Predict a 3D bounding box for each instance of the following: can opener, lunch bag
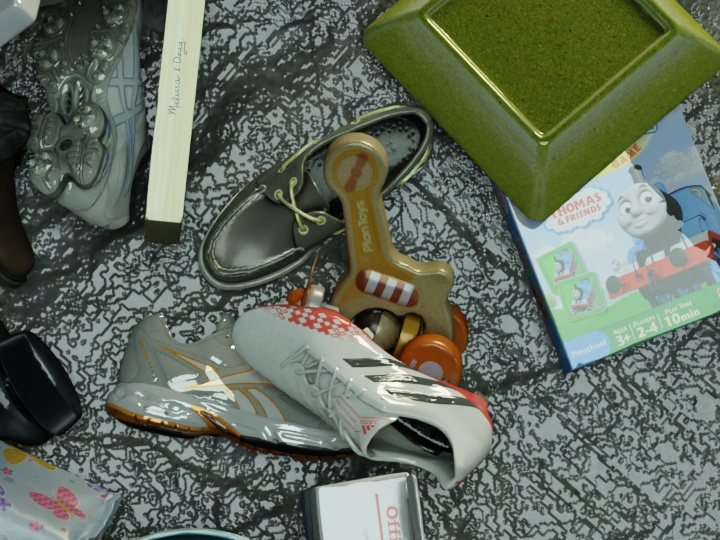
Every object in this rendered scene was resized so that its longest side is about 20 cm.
[{"bbox_3d":[-0.274,0.039,1.640,0.078,0.063,0.201,-35,89,9],"label":"can opener"},{"bbox_3d":[-0.282,0.217,1.587,0.168,0.127,0.201,24,110,0],"label":"lunch bag"}]

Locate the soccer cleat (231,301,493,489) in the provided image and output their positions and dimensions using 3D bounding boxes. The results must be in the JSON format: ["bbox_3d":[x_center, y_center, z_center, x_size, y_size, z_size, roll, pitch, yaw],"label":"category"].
[{"bbox_3d":[-0.003,0.086,1.587,0.199,0.085,0.069,27,123,4],"label":"soccer cleat"}]

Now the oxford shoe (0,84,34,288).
[{"bbox_3d":[-0.269,-0.086,1.640,0.084,0.073,0.201,-22,88,17],"label":"oxford shoe"}]

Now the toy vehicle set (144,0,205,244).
[{"bbox_3d":[-0.131,-0.125,1.642,0.026,0.124,0.202,6,82,-5],"label":"toy vehicle set"}]

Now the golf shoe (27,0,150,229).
[{"bbox_3d":[-0.188,-0.122,1.670,0.078,0.097,0.202,-6,58,24],"label":"golf shoe"}]

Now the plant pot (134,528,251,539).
[{"bbox_3d":[-0.116,0.278,1.564,0.198,0.188,0.202,1,82,-5],"label":"plant pot"}]

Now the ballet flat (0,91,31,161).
[{"bbox_3d":[-0.322,-0.099,1.596,0.198,0.057,0.067,-7,79,17],"label":"ballet flat"}]

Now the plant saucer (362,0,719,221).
[{"bbox_3d":[0.135,-0.172,1.683,0.199,0.048,0.200,-40,75,-12],"label":"plant saucer"}]

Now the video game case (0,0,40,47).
[{"bbox_3d":[-0.277,-0.191,1.580,0.181,0.201,0.024,-31,124,28],"label":"video game case"}]

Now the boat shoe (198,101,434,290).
[{"bbox_3d":[-0.032,-0.057,1.674,0.201,0.060,0.072,-34,87,-8],"label":"boat shoe"}]

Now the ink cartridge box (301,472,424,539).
[{"bbox_3d":[0.003,0.201,1.577,0.066,0.200,0.117,-7,83,-6],"label":"ink cartridge box"}]

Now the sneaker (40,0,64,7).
[{"bbox_3d":[-0.200,-0.221,1.600,0.200,0.108,0.067,-24,112,34],"label":"sneaker"}]

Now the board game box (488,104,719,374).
[{"bbox_3d":[0.185,-0.045,1.705,0.150,0.037,0.201,-21,85,-7],"label":"board game box"}]

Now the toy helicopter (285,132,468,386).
[{"bbox_3d":[0.000,0.000,1.638,0.131,0.079,0.202,-6,111,10],"label":"toy helicopter"}]

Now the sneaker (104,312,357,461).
[{"bbox_3d":[-0.078,0.080,1.651,0.198,0.076,0.093,12,78,-5],"label":"sneaker"}]
